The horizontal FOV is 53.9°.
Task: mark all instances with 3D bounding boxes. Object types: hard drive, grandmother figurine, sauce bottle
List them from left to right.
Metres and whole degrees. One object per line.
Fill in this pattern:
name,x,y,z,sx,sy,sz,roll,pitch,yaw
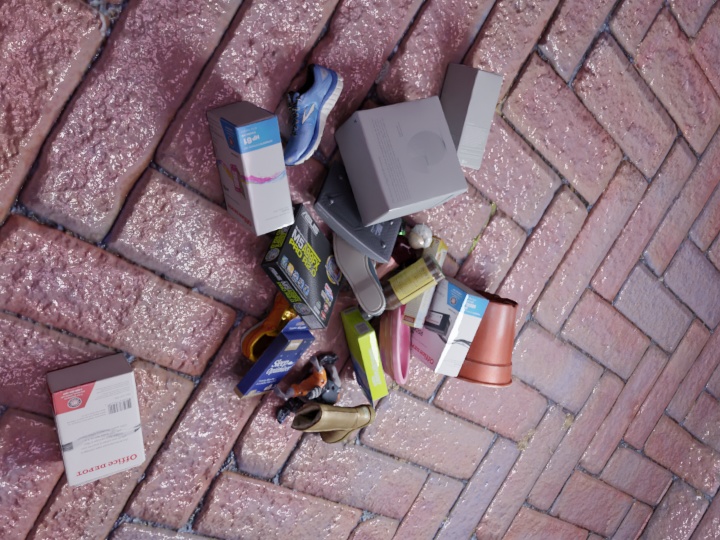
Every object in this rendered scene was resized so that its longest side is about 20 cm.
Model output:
hard drive,-0.007,-0.114,1.447,0.199,0.042,0.137,38,50,-24
grandmother figurine,0.074,-0.030,1.533,0.198,0.061,0.121,-36,121,19
sauce bottle,0.084,0.040,1.520,0.197,0.065,0.065,-31,129,11

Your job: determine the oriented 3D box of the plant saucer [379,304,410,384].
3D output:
plant saucer,0.079,0.155,1.621,0.049,0.202,0.205,-1,119,11

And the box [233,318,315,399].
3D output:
box,-0.167,0.181,1.468,0.201,0.032,0.121,-51,161,14

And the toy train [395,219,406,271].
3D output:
toy train,0.077,-0.090,1.566,0.041,0.056,0.205,-17,119,-27

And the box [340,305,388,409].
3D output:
box,0.010,0.197,1.603,0.047,0.122,0.204,-20,121,-12

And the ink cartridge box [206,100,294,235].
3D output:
ink cartridge box,-0.197,-0.184,1.274,0.083,0.144,0.204,-22,122,-24

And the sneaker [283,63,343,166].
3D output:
sneaker,-0.111,-0.295,1.340,0.088,0.078,0.204,23,89,-32

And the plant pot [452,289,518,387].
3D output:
plant pot,0.301,0.161,1.762,0.197,0.199,0.200,6,99,-36

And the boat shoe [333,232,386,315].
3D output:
boat shoe,0.000,0.000,1.485,0.074,0.203,0.062,-29,168,0

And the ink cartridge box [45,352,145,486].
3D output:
ink cartridge box,-0.490,0.276,1.315,0.144,0.083,0.205,-13,117,-29

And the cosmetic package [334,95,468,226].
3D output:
cosmetic package,0.079,-0.218,1.416,0.196,0.122,0.204,-16,86,-29

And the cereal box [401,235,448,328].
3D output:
cereal box,0.147,0.030,1.611,0.144,0.039,0.205,29,80,-76

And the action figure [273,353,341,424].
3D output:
action figure,-0.111,0.277,1.560,0.201,0.104,0.193,-52,150,1

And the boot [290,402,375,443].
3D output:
boot,-0.083,0.337,1.577,0.174,0.067,0.198,-36,152,29

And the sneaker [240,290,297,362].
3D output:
sneaker,-0.165,0.108,1.473,0.073,0.077,0.202,41,83,-38

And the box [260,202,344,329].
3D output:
box,-0.109,-0.006,1.428,0.201,0.043,0.162,57,40,-37

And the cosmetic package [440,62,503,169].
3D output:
cosmetic package,0.224,-0.335,1.529,0.089,0.106,0.205,5,109,-35

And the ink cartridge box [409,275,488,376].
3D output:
ink cartridge box,0.200,0.128,1.693,0.083,0.144,0.204,15,101,-36
